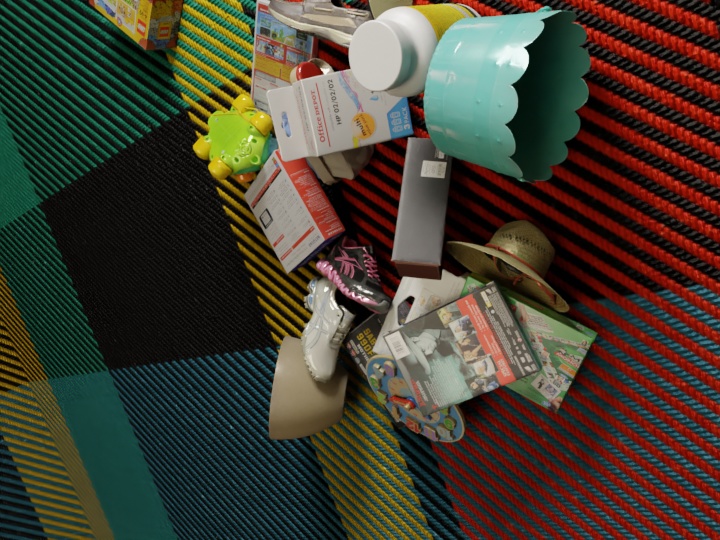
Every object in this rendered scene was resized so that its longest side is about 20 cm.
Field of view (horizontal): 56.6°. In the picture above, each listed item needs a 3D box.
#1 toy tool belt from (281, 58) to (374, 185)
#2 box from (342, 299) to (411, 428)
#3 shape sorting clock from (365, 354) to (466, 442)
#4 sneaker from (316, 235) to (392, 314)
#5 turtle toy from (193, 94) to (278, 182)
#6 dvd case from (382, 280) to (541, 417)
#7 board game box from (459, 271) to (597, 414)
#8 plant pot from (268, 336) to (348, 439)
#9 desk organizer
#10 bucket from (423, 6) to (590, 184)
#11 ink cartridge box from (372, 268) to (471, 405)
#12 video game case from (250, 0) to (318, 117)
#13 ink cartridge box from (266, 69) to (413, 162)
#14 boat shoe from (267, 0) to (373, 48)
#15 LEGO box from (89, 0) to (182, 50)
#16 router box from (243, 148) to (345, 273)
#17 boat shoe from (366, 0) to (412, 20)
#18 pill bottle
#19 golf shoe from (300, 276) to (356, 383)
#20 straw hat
[{"bbox_3d":[-0.077,-0.236,1.109,0.123,0.125,0.200,-8,123,49],"label":"toy tool belt"},{"bbox_3d":[0.073,0.169,1.209,0.200,0.048,0.158,56,135,7],"label":"box"},{"bbox_3d":[0.089,0.218,1.123,0.200,0.039,0.200,31,152,19],"label":"shape sorting clock"},{"bbox_3d":[0.000,0.000,1.153,0.096,0.079,0.200,-53,41,2],"label":"sneaker"},{"bbox_3d":[-0.227,-0.242,1.242,0.146,0.101,0.200,-45,50,4],"label":"turtle toy"},{"bbox_3d":[0.147,0.120,0.999,0.200,0.022,0.146,-28,89,24],"label":"dvd case"},{"bbox_3d":[0.228,0.106,0.993,0.199,0.029,0.135,28,116,21],"label":"board game box"},{"bbox_3d":[-0.095,0.237,1.313,0.134,0.201,0.201,7,118,2],"label":"plant pot"},{"bbox_3d":[0.098,-0.092,1.008,0.071,0.077,0.201,5,72,12],"label":"desk organizer"},{"bbox_3d":[0.184,-0.221,0.839,0.134,0.207,0.208,20,121,36],"label":"bucket"},{"bbox_3d":[0.131,0.092,1.089,0.173,0.044,0.201,31,114,21],"label":"ink cartridge box"},{"bbox_3d":[-0.137,-0.360,1.185,0.143,0.017,0.201,29,126,30],"label":"video game case"},{"bbox_3d":[-0.030,-0.240,1.014,0.068,0.199,0.116,-151,47,-71],"label":"ink cartridge box"},{"bbox_3d":[-0.051,-0.402,1.055,0.199,0.074,0.074,24,106,14],"label":"boat shoe"},{"bbox_3d":[-0.446,-0.558,1.331,0.200,0.077,0.149,40,130,21],"label":"LEGO box"},{"bbox_3d":[-0.128,-0.108,1.233,0.180,0.049,0.200,61,149,3],"label":"router box"},{"bbox_3d":[0.029,-0.449,0.970,0.063,0.073,0.202,-141,35,-60],"label":"boat shoe"},{"bbox_3d":[0.079,-0.295,0.894,0.112,0.200,0.113,18,119,35],"label":"pill bottle"},{"bbox_3d":[-0.053,0.105,1.232,0.097,0.078,0.201,-11,73,36],"label":"golf shoe"},{"bbox_3d":[0.228,-0.024,0.956,0.201,0.201,0.085,28,85,30],"label":"straw hat"}]
